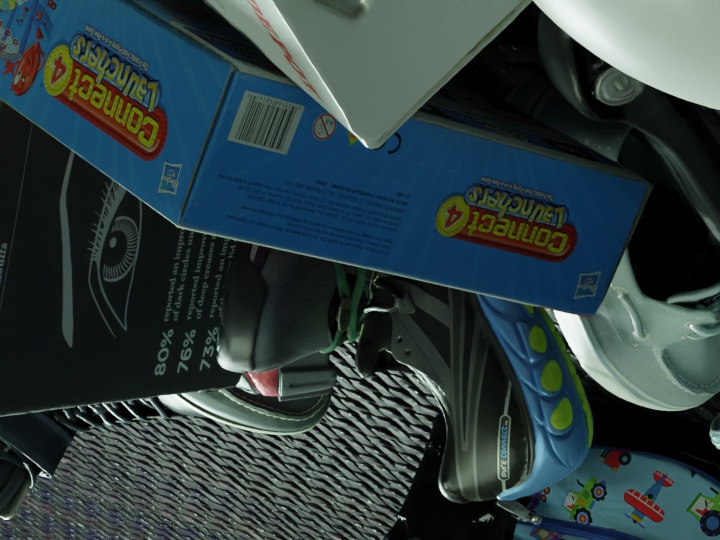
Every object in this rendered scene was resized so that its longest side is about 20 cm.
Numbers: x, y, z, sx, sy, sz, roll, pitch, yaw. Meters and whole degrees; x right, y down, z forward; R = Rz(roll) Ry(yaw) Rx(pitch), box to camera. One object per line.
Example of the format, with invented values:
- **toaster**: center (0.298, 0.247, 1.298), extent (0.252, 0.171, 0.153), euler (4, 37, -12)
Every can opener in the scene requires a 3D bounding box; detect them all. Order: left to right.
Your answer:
- **can opener**: center (0.124, -0.060, 0.937), extent (0.063, 0.079, 0.200), euler (-30, 132, 22)

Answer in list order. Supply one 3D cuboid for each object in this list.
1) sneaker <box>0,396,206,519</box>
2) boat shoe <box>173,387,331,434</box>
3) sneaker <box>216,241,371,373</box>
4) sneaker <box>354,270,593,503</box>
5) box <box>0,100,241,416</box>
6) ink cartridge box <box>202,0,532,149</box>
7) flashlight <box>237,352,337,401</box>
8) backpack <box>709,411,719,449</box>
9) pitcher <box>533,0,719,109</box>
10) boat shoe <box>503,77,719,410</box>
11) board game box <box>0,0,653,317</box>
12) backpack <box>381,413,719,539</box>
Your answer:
- **sneaker**: center (-0.170, 0.096, 1.594), extent (0.201, 0.147, 0.077), euler (16, 155, 30)
- **boat shoe**: center (-0.093, 0.022, 1.410), extent (0.200, 0.073, 0.062), euler (39, 163, -12)
- **sneaker**: center (0.000, 0.000, 1.136), extent (0.087, 0.075, 0.200), euler (14, -161, 10)
- **sneaker**: center (0.025, 0.004, 1.069), extent (0.200, 0.082, 0.071), euler (67, -165, 19)
- **box**: center (-0.134, -0.026, 1.099), extent (0.104, 0.149, 0.200), euler (19, -168, 33)
- **ink cartridge box**: center (-0.048, -0.149, 0.795), extent (0.200, 0.084, 0.146), euler (43, 173, 39)
- **flashlight**: center (-0.114, 0.041, 1.350), extent (0.199, 0.068, 0.068), euler (-6, 173, -5)
- **backpack**: center (0.213, 0.085, 0.940), extent (0.153, 0.200, 0.176), euler (49, 160, -7)
- **pitcher**: center (0.144, -0.104, 0.719), extent (0.199, 0.122, 0.171), euler (29, 139, -25)
- **boat shoe**: center (0.119, -0.001, 1.053), extent (0.071, 0.070, 0.201), euler (17, 155, 40)
- **board game box**: center (-0.031, -0.059, 0.943), extent (0.199, 0.056, 0.196), euler (13, -166, -40)
- **backpack**: center (0.131, 0.163, 1.356), extent (0.199, 0.135, 0.183), euler (5, 151, 44)
